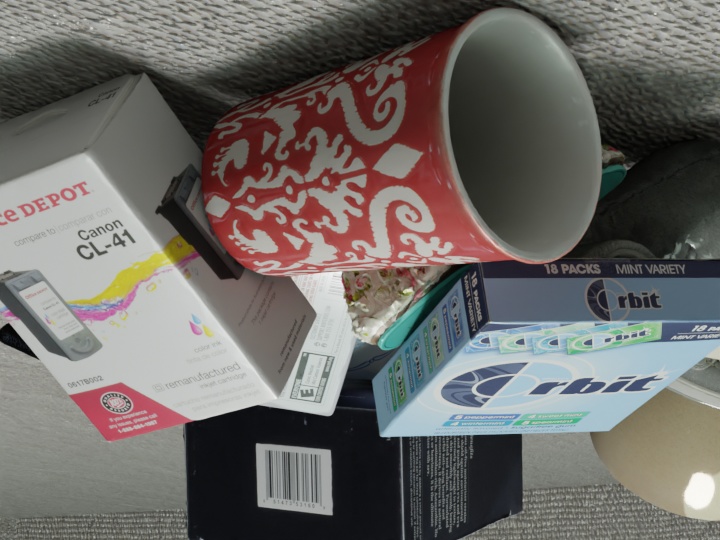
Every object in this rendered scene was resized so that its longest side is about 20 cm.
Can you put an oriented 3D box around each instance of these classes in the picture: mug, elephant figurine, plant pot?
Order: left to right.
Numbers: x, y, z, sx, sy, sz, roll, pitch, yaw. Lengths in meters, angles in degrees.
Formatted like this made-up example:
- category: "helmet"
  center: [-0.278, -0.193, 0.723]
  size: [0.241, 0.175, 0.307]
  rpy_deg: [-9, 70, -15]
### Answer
- category: "mug"
  center: [0.030, -0.055, 0.901]
  size: [0.200, 0.134, 0.177]
  rpy_deg: [-9, 163, 43]
- category: "elephant figurine"
  center: [0.154, -0.013, 1.039]
  size: [0.200, 0.155, 0.142]
  rpy_deg: [-7, -170, -13]
- category: "plant pot"
  center: [0.294, 0.087, 1.305]
  size: [0.200, 0.200, 0.135]
  rpy_deg: [-1, 131, 0]

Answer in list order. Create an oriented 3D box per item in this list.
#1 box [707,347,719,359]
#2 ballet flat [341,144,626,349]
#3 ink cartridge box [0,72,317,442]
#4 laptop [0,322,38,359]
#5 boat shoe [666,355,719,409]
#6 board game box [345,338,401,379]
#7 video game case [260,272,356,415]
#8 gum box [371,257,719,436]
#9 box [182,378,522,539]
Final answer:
- category: "box"
  center: [0.224, 0.010, 1.156]
  size: [0.200, 0.082, 0.068]
  rpy_deg: [9, 151, 10]
- category: "ballet flat"
  center: [0.067, -0.029, 0.976]
  size: [0.200, 0.064, 0.076]
  rpy_deg: [-36, 159, 8]
- category: "ink cartridge box"
  center: [-0.143, -0.002, 0.962]
  size: [0.147, 0.086, 0.200]
  rpy_deg: [-16, 124, 32]
- category: "laptop"
  center: [-0.150, 0.059, 1.262]
  size: [0.177, 0.200, 0.103]
  rpy_deg: [20, 136, 30]
- category: "boat shoe"
  center: [0.233, 0.045, 1.209]
  size: [0.202, 0.065, 0.074]
  rpy_deg: [34, -165, 26]
- category: "board game box"
  center: [0.000, 0.000, 1.118]
  size: [0.199, 0.043, 0.200]
  rpy_deg: [6, 136, -22]
- category: "video game case"
  center: [-0.087, 0.015, 1.059]
  size: [0.182, 0.022, 0.200]
  rpy_deg: [10, 134, -8]
- category: "gum box"
  center: [0.118, 0.051, 0.984]
  size: [0.170, 0.045, 0.200]
  rpy_deg: [1, 155, -19]
- category: "box"
  center: [-0.003, 0.145, 1.251]
  size: [0.200, 0.123, 0.198]
  rpy_deg: [1, -176, 31]
